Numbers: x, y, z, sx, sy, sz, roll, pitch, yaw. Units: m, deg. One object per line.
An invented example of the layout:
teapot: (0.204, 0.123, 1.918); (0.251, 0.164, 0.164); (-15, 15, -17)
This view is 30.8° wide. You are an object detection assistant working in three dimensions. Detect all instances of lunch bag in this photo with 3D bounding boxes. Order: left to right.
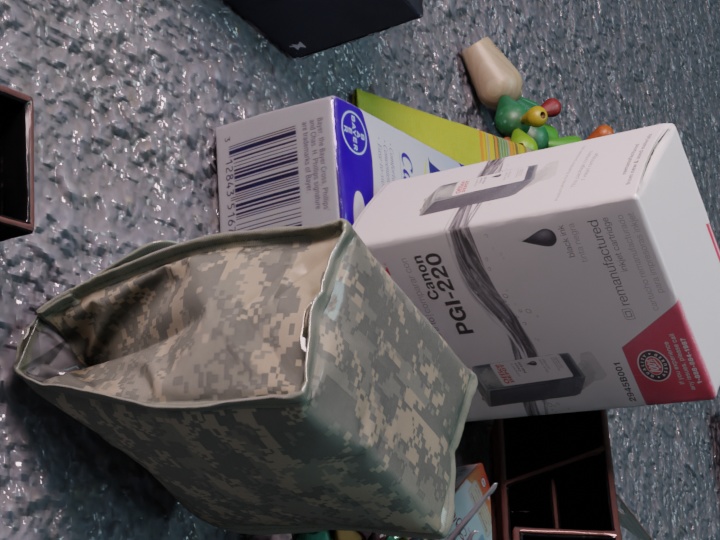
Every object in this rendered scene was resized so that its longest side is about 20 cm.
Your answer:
lunch bag: (-0.062, 0.064, 0.691); (0.164, 0.199, 0.118); (49, 45, -45)

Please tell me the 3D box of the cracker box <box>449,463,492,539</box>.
cracker box: (0.050, 0.243, 0.947); (0.200, 0.057, 0.135); (-33, 107, -58)

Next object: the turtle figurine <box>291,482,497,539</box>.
turtle figurine: (0.000, 0.155, 0.804); (0.201, 0.100, 0.150); (-59, 140, -16)

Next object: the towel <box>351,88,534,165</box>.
towel: (0.077, -0.086, 1.090); (0.199, 0.018, 0.087); (15, 59, -31)

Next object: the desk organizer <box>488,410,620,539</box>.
desk organizer: (0.124, 0.161, 0.832); (0.077, 0.071, 0.201); (92, 0, -46)

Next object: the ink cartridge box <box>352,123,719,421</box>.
ink cartridge box: (0.108, 0.008, 0.791); (0.085, 0.199, 0.146); (-53, 125, -45)

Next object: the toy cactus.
toy cactus: (0.158, -0.149, 1.249); (0.166, 0.102, 0.200); (58, 28, -1)

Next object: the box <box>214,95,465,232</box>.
box: (0.000, 0.000, 0.912); (0.200, 0.104, 0.185); (18, 64, -56)

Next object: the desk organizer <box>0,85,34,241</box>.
desk organizer: (-0.199, 0.013, 0.598); (0.072, 0.077, 0.202); (18, 64, -56)

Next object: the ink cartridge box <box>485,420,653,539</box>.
ink cartridge box: (0.158, 0.128, 1.055); (0.057, 0.200, 0.163); (-51, 130, -12)

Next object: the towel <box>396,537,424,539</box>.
towel: (-0.016, 0.252, 0.723); (0.144, 0.199, 0.023); (63, -9, -10)

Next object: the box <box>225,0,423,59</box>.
box: (-0.051, -0.293, 0.926); (0.200, 0.123, 0.198); (33, 53, -50)
